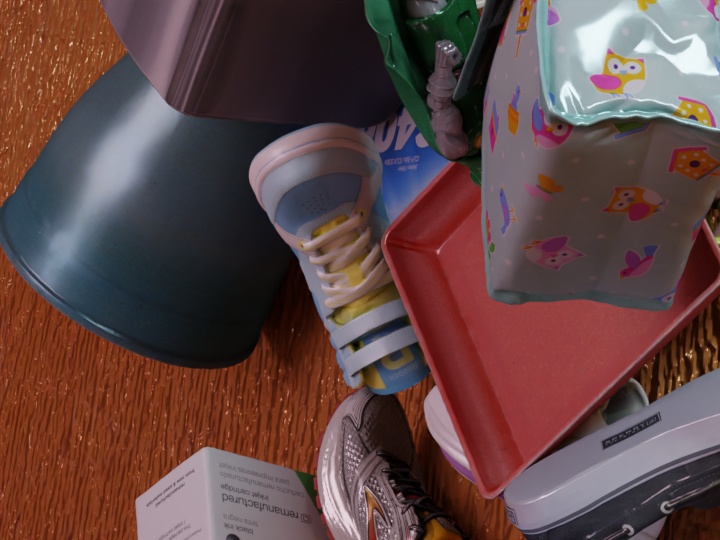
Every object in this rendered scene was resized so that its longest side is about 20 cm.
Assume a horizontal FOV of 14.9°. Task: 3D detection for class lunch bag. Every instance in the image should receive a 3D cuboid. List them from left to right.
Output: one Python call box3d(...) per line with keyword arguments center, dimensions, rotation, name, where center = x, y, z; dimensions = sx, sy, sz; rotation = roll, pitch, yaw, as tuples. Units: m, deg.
box3d(center=(0.117, -0.106, 1.390), dimensions=(0.171, 0.122, 0.200), rotation=(104, 166, -57), name="lunch bag")

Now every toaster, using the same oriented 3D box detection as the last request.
box3d(center=(-0.066, -0.189, 1.762), dimensions=(0.181, 0.200, 0.119), rotation=(55, 133, 44), name="toaster")

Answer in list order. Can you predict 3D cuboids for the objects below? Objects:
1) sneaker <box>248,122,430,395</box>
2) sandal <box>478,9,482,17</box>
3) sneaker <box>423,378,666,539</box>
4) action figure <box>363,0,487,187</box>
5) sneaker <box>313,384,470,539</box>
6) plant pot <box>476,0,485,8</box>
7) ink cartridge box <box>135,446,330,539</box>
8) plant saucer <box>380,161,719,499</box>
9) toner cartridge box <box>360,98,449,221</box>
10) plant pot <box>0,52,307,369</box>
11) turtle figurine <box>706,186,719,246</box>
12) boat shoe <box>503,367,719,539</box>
box3d(center=(0.000, 0.000, 1.643), dimensions=(0.079, 0.200, 0.131), rotation=(-25, 65, 5), name="sneaker")
box3d(center=(0.065, -0.173, 1.667), dimensions=(0.080, 0.054, 0.200), rotation=(38, 115, 48), name="sandal")
box3d(center=(0.115, 0.095, 1.563), dimensions=(0.200, 0.075, 0.100), rotation=(31, 95, 49), name="sneaker")
box3d(center=(0.047, -0.131, 1.493), dimensions=(0.055, 0.200, 0.118), rotation=(4, 36, 38), name="action figure")
box3d(center=(0.031, 0.158, 1.658), dimensions=(0.082, 0.078, 0.200), rotation=(-35, 56, 37), name="sneaker")
box3d(center=(0.024, -0.262, 1.596), dimensions=(0.188, 0.187, 0.200), rotation=(-65, 20, 11), name="plant pot")
box3d(center=(-0.053, 0.225, 1.676), dimensions=(0.083, 0.146, 0.200), rotation=(-38, 46, 40), name="ink cartridge box")
box3d(center=(0.111, -0.005, 1.516), dimensions=(0.200, 0.037, 0.200), rotation=(-46, 46, 28), name="plant saucer")
box3d(center=(0.046, -0.063, 1.760), dimensions=(0.200, 0.043, 0.095), rotation=(-4, 73, 56), name="toner cartridge box")
box3d(center=(-0.116, -0.067, 1.857), dimensions=(0.188, 0.200, 0.200), rotation=(-59, 34, 23), name="plant pot")
box3d(center=(0.186, -0.076, 1.533), dimensions=(0.200, 0.064, 0.162), rotation=(-17, 68, 51), name="turtle figurine")
box3d(center=(0.173, 0.099, 1.443), dimensions=(0.200, 0.057, 0.069), rotation=(-26, 15, 16), name="boat shoe")
